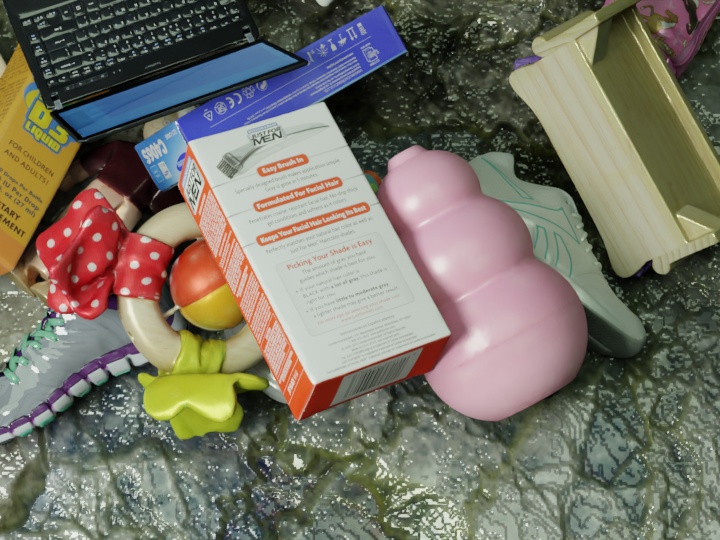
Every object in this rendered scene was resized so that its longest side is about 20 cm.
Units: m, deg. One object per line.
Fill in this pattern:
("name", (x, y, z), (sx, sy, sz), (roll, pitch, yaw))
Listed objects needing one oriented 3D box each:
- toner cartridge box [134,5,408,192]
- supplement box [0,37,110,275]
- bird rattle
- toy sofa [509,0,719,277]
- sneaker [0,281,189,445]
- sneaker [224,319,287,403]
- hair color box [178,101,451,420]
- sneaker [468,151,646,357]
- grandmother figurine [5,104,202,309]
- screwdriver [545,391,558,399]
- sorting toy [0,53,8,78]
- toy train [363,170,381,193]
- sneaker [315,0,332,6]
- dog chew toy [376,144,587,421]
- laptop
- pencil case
("toner cartridge box", (-0.067, -0.130, 1.408), (0.199, 0.095, 0.043), (-32, 95, -25))
("supplement box", (-0.261, -0.092, 1.418), (0.066, 0.069, 0.201), (38, 56, -27))
("bird rattle", (-0.130, 0.019, 1.332), (0.163, 0.113, 0.201), (-33, 85, -22))
("toy sofa", (0.206, -0.101, 1.395), (0.083, 0.097, 0.201), (-32, 93, -46))
("sneaker", (-0.229, 0.053, 1.373), (0.199, 0.074, 0.088), (-31, 114, -16))
("sneaker", (-0.067, -0.002, 1.390), (0.072, 0.085, 0.201), (-9, 70, -22))
("hair color box", (-0.035, -0.009, 1.285), (0.110, 0.064, 0.201), (-18, 68, -24))
("sneaker", (0.146, -0.017, 1.403), (0.200, 0.071, 0.080), (43, 69, 14))
("grandmother figurine", (-0.185, -0.057, 1.434), (0.121, 0.061, 0.200), (34, 76, 15))
("screwdriver", (0.083, 0.020, 1.415), (0.200, 0.028, 0.029), (46, 107, 18))
("sorting toy", (-0.396, -0.162, 1.495), (0.199, 0.037, 0.186), (-31, 72, -4))
("toy train", (0.000, 0.000, 1.361), (0.055, 0.150, 0.201), (-19, 63, 34))
("sneaker", (-0.094, -0.266, 1.500), (0.199, 0.080, 0.074), (20, 40, 27))
("dog chew toy", (0.078, 0.004, 1.327), (0.124, 0.125, 0.201), (-28, 87, -8))
("laptop", (-0.161, -0.188, 1.374), (0.176, 0.103, 0.201), (-20, 75, -14))
("pencil case", (0.261, -0.238, 1.472), (0.083, 0.086, 0.201), (40, 74, -16))
